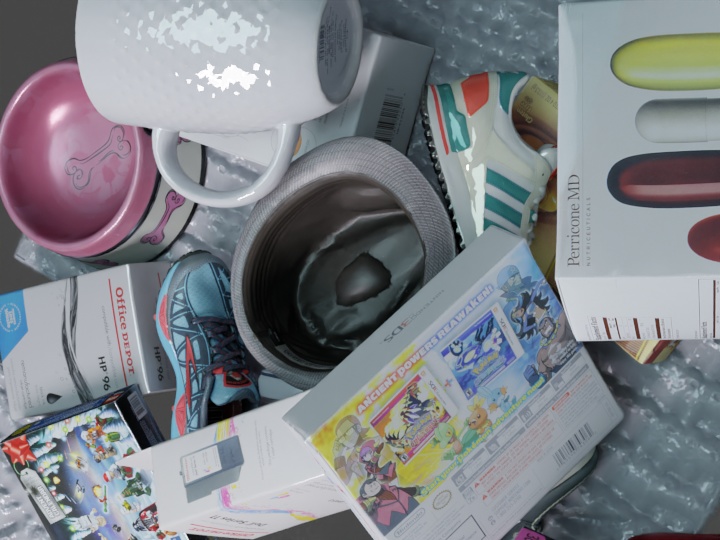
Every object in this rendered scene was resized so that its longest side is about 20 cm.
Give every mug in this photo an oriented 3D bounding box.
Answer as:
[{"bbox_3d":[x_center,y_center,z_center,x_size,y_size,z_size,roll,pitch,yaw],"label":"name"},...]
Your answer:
[{"bbox_3d":[-0.097,-0.146,1.075,0.175,0.148,0.200,8,96,21],"label":"mug"}]

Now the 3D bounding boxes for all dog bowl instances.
[{"bbox_3d":[-0.239,-0.099,1.305,0.200,0.074,0.201,0,90,29],"label":"dog bowl"}]

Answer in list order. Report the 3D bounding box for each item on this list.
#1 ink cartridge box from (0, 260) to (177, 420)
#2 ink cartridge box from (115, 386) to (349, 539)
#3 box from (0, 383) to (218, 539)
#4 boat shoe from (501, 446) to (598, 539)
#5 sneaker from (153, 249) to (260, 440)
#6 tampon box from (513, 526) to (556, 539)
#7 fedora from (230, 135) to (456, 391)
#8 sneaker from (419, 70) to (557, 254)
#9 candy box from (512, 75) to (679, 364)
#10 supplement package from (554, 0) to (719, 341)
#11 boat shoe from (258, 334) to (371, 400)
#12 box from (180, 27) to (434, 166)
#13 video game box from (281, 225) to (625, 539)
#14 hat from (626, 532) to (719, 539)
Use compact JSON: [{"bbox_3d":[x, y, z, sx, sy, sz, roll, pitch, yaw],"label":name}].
[{"bbox_3d":[-0.222,0.058,1.300,0.200,0.068,0.116,-13,85,28],"label":"ink cartridge box"},{"bbox_3d":[-0.073,0.153,1.098,0.200,0.117,0.067,-22,66,30],"label":"ink cartridge box"},{"bbox_3d":[-0.209,0.210,1.274,0.137,0.040,0.200,-21,101,28],"label":"box"},{"bbox_3d":[0.107,0.188,1.136,0.200,0.073,0.062,-36,117,18],"label":"boat shoe"},{"bbox_3d":[-0.112,0.082,1.221,0.095,0.079,0.200,5,103,58],"label":"sneaker"},{"bbox_3d":[0.116,0.305,0.990,0.126,0.150,0.200,21,108,15],"label":"tampon box"},{"bbox_3d":[0.000,0.000,1.098,0.200,0.090,0.177,-48,70,20],"label":"fedora"},{"bbox_3d":[0.109,-0.047,1.051,0.093,0.070,0.200,-17,98,2],"label":"sneaker"},{"bbox_3d":[0.175,-0.039,1.086,0.200,0.055,0.116,42,110,21],"label":"candy box"},{"bbox_3d":[0.232,-0.064,0.951,0.200,0.147,0.192,-2,72,13],"label":"supplement package"},{"bbox_3d":[0.010,0.060,1.169,0.202,0.075,0.086,-4,89,26],"label":"boat shoe"},{"bbox_3d":[-0.060,-0.149,1.191,0.200,0.097,0.125,21,101,27],"label":"box"},{"bbox_3d":[0.069,0.101,1.011,0.200,0.182,0.047,-42,35,-13],"label":"video game box"},{"bbox_3d":[0.318,0.162,1.032,0.200,0.176,0.166,11,95,-9],"label":"hat"}]
